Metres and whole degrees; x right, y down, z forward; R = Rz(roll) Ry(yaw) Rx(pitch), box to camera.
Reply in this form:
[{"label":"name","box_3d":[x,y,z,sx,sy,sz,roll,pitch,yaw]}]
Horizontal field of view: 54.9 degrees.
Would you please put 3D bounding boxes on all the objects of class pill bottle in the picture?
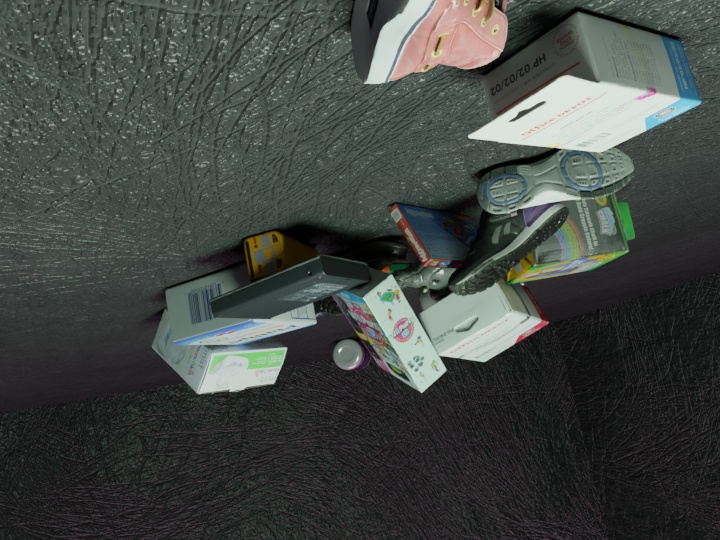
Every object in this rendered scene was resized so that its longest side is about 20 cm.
[{"label":"pill bottle","box_3d":[-0.026,0.316,2.598,0.112,0.113,0.200,-14,168,12]}]

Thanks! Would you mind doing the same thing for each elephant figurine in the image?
[{"label":"elephant figurine","box_3d":[0.150,-0.007,1.161,0.141,0.156,0.200,21,176,16]}]

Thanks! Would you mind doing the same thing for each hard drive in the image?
[{"label":"hard drive","box_3d":[-0.103,0.029,1.026,0.199,0.033,0.139,-21,166,26]}]

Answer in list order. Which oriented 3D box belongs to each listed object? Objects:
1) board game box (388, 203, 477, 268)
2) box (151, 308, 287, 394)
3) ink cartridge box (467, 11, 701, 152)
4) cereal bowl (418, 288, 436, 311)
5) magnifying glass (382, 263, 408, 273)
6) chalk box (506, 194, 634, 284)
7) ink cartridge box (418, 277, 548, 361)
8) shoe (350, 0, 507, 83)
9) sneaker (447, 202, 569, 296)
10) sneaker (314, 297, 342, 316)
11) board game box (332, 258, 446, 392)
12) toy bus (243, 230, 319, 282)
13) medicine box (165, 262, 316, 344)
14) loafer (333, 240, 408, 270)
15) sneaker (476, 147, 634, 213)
[{"label":"board game box","box_3d":[0.130,-0.047,1.037,0.200,0.103,0.019,3,140,-50]},{"label":"box","box_3d":[-0.286,0.160,1.411,0.176,0.097,0.200,33,-162,36]},{"label":"ink cartridge box","box_3d":[0.194,-0.163,0.621,0.199,0.068,0.115,-3,166,-37]},{"label":"cereal bowl","box_3d":[0.200,0.009,1.339,0.199,0.084,0.200,-23,-168,5]},{"label":"magnifying glass","box_3d":[0.054,0.000,1.387,0.079,0.023,0.200,-14,167,15]},{"label":"chalk box","box_3d":[0.330,-0.064,1.093,0.199,0.125,0.124,-8,168,-11]},{"label":"ink cartridge box","box_3d":[0.211,0.082,1.175,0.145,0.084,0.200,-34,155,22]},{"label":"shoe","box_3d":[0.053,-0.177,0.429,0.091,0.072,0.200,-11,174,-10]},{"label":"sneaker","box_3d":[0.193,-0.047,0.993,0.200,0.088,0.076,-38,153,-4]},{"label":"sneaker","box_3d":[-0.054,0.049,1.407,0.087,0.076,0.200,-19,-179,-41]},{"label":"board game box","box_3d":[0.038,0.086,1.124,0.064,0.200,0.147,-39,-155,-17]},{"label":"toy bus","box_3d":[-0.116,-0.007,1.083,0.078,0.065,0.200,-16,167,14]},{"label":"medicine box","box_3d":[-0.209,0.065,1.243,0.182,0.103,0.200,-17,167,26]},{"label":"loafer","box_3d":[0.000,0.000,1.208,0.199,0.072,0.073,-19,166,32]},{"label":"sneaker","box_3d":[0.255,-0.122,0.918,0.199,0.075,0.087,-8,-178,15]}]
